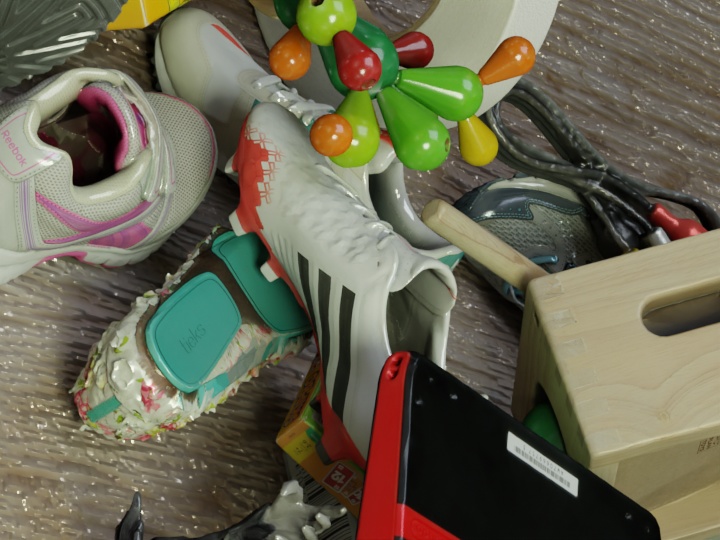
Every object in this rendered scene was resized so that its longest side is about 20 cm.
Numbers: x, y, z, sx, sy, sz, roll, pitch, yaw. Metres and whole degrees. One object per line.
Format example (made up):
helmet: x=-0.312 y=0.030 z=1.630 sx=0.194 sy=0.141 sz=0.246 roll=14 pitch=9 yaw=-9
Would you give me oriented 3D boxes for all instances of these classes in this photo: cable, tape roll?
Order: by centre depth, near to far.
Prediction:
tape roll: x=0.021 y=-0.172 z=1.517 sx=0.037 sy=0.203 sz=0.203 roll=-2 pitch=62 yaw=-48
cable: x=0.143 y=-0.040 z=1.551 sx=0.200 sy=0.050 sz=0.097 roll=53 pitch=58 yaw=-22

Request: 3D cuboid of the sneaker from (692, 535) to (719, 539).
sneaker: x=0.218 y=0.145 z=1.592 sx=0.200 sy=0.075 sz=0.106 roll=31 pitch=41 yaw=-31

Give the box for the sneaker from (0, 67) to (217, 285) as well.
sneaker: x=-0.119 y=-0.049 z=1.323 sx=0.081 sy=0.088 sz=0.200 roll=57 pitch=32 yaw=5

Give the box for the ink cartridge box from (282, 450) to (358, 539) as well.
ink cartridge box: x=0.061 y=0.181 z=1.388 sx=0.200 sy=0.043 sz=0.197 roll=18 pitch=47 yaw=-42

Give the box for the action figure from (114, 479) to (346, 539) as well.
action figure: x=-0.035 y=0.149 z=1.211 sx=0.199 sy=0.102 sz=0.119 roll=5 pitch=72 yaw=-35

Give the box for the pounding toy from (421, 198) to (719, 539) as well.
pounding toy: x=0.142 y=0.044 z=1.450 sx=0.184 sy=0.199 sz=0.143 roll=91 pitch=-18 yaw=-62

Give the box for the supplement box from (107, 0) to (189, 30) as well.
supplement box: x=-0.113 y=-0.194 z=1.413 sx=0.200 sy=0.108 sz=0.110 roll=-39 pitch=123 yaw=-58

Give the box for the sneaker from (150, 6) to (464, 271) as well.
sneaker: x=-0.021 y=-0.064 z=1.460 sx=0.200 sy=0.093 sz=0.070 roll=56 pitch=32 yaw=2

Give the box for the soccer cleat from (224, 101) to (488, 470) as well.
soccer cleat: x=0.000 y=0.000 z=1.318 sx=0.069 sy=0.085 sz=0.201 roll=16 pitch=47 yaw=-48

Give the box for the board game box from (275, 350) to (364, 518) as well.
board game box: x=0.049 y=0.116 z=1.369 sx=0.200 sy=0.030 sz=0.096 roll=42 pitch=32 yaw=-11

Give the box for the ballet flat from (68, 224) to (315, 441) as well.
ballet flat: x=-0.074 y=0.027 z=1.334 sx=0.076 sy=0.064 sz=0.200 roll=57 pitch=30 yaw=2

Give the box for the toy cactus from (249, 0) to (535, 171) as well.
toy cactus: x=-0.007 y=-0.119 z=1.339 sx=0.165 sy=0.102 sz=0.200 roll=51 pitch=14 yaw=17

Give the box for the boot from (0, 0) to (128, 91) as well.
boot: x=-0.188 y=-0.172 z=1.281 sx=0.066 sy=0.165 sz=0.201 roll=30 pitch=38 yaw=-50

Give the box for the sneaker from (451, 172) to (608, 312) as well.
sneaker: x=0.129 y=0.019 z=1.596 sx=0.200 sy=0.078 sz=0.087 roll=33 pitch=41 yaw=-30

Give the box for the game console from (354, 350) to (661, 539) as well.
game console: x=0.064 y=0.151 z=1.238 sx=0.200 sy=0.031 sz=0.177 roll=36 pitch=48 yaw=-41
